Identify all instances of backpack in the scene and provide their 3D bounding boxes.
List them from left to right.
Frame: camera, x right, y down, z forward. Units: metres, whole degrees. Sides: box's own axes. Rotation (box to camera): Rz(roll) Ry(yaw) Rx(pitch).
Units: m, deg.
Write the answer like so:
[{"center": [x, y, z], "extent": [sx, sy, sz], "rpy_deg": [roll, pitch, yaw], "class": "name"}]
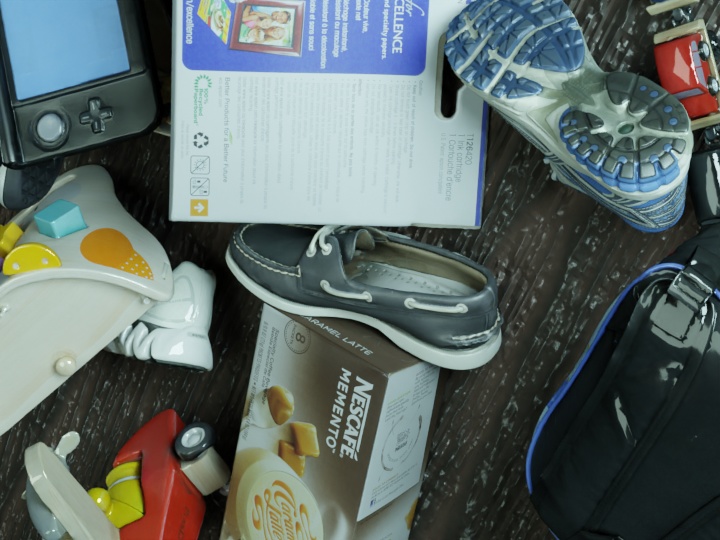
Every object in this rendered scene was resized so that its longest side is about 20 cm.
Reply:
[{"center": [0.202, 0.093, 0.871], "extent": [0.183, 0.147, 0.201], "rpy_deg": [47, 132, 18], "class": "backpack"}]

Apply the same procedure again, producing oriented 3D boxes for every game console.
[{"center": [-0.243, -0.175, 1.074], "extent": [0.174, 0.116, 0.202], "rpy_deg": [-13, 84, 13], "class": "game console"}]

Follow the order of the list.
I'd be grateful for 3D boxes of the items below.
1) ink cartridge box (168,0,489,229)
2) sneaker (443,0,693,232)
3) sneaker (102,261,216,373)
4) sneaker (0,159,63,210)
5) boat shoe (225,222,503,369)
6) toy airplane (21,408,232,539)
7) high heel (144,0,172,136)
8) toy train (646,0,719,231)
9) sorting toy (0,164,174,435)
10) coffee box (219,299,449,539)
[{"center": [-0.019, -0.126, 1.013], "extent": [0.198, 0.047, 0.199], "rpy_deg": [1, 108, -7], "class": "ink cartridge box"}, {"center": [0.116, -0.088, 0.931], "extent": [0.200, 0.077, 0.085], "rpy_deg": [52, 173, 41], "class": "sneaker"}, {"center": [-0.177, 0.025, 1.219], "extent": [0.199, 0.075, 0.082], "rpy_deg": [8, 85, 42], "class": "sneaker"}, {"center": [-0.265, -0.142, 1.177], "extent": [0.082, 0.072, 0.202], "rpy_deg": [-3, 87, 17], "class": "sneaker"}, {"center": [0.000, 0.000, 1.043], "extent": [0.199, 0.074, 0.061], "rpy_deg": [24, 138, 25], "class": "boat shoe"}, {"center": [-0.170, 0.209, 1.159], "extent": [0.140, 0.199, 0.202], "rpy_deg": [-10, 89, 23], "class": "toy airplane"}, {"center": [-0.153, -0.186, 1.126], "extent": [0.200, 0.071, 0.143], "rpy_deg": [42, 131, 33], "class": "high heel"}, {"center": [0.181, -0.111, 0.897], "extent": [0.034, 0.046, 0.202], "rpy_deg": [-12, 95, 40], "class": "toy train"}, {"center": [-0.239, 0.001, 1.191], "extent": [0.200, 0.181, 0.107], "rpy_deg": [-39, 118, 20], "class": "sorting toy"}, {"center": [-0.019, 0.123, 1.102], "extent": [0.114, 0.079, 0.201], "rpy_deg": [28, 118, 30], "class": "coffee box"}]
